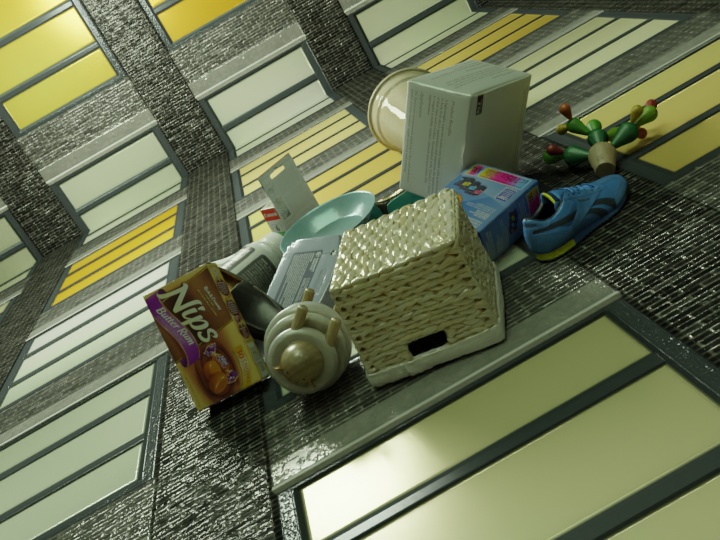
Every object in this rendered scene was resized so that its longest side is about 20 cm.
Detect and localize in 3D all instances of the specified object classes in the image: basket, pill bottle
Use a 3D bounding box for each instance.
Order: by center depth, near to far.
[{"bbox_3d":[0.076,0.020,1.121,0.198,0.161,0.200,-22,23,16],"label":"basket"},{"bbox_3d":[-0.213,0.021,1.561,0.200,0.113,0.113,-42,24,-30],"label":"pill bottle"}]

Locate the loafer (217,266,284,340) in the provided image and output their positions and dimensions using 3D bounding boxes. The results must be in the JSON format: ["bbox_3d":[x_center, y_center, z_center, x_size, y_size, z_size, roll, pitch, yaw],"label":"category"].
[{"bbox_3d":[-0.190,0.051,1.329,0.200,0.072,0.073,25,68,36],"label":"loafer"}]

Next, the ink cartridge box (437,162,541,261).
[{"bbox_3d":[0.169,-0.074,1.285,0.200,0.076,0.136,-41,41,-23],"label":"ink cartridge box"}]

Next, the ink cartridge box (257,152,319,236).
[{"bbox_3d":[-0.142,-0.125,1.681,0.050,0.200,0.109,-7,30,45],"label":"ink cartridge box"}]

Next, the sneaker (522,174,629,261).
[{"bbox_3d":[0.312,-0.097,1.194,0.200,0.079,0.066,-37,20,-22],"label":"sneaker"}]

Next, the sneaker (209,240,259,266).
[{"bbox_3d":[-0.243,0.005,1.735,0.200,0.073,0.085,-25,51,-4],"label":"sneaker"}]

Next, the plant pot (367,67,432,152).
[{"bbox_3d":[0.137,-0.330,1.840,0.200,0.201,0.184,-30,32,-1],"label":"plant pot"}]

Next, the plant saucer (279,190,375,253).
[{"bbox_3d":[-0.054,-0.077,1.532,0.201,0.039,0.201,-25,26,13],"label":"plant saucer"}]

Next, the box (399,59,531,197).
[{"bbox_3d":[0.181,-0.240,1.428,0.131,0.199,0.200,24,35,32],"label":"box"}]

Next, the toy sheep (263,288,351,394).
[{"bbox_3d":[-0.073,0.103,1.168,0.138,0.138,0.200,-25,8,12],"label":"toy sheep"}]

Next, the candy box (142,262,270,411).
[{"bbox_3d":[-0.238,0.101,1.285,0.116,0.200,0.056,-26,-1,8],"label":"candy box"}]

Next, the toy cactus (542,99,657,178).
[{"bbox_3d":[0.395,-0.215,1.357,0.200,0.102,0.165,-13,35,18],"label":"toy cactus"}]

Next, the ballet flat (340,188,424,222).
[{"bbox_3d":[0.051,-0.110,1.601,0.200,0.071,0.071,-26,21,12],"label":"ballet flat"}]

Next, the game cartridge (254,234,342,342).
[{"bbox_3d":[-0.093,0.031,1.367,0.133,0.042,0.200,-2,53,33],"label":"game cartridge"}]
